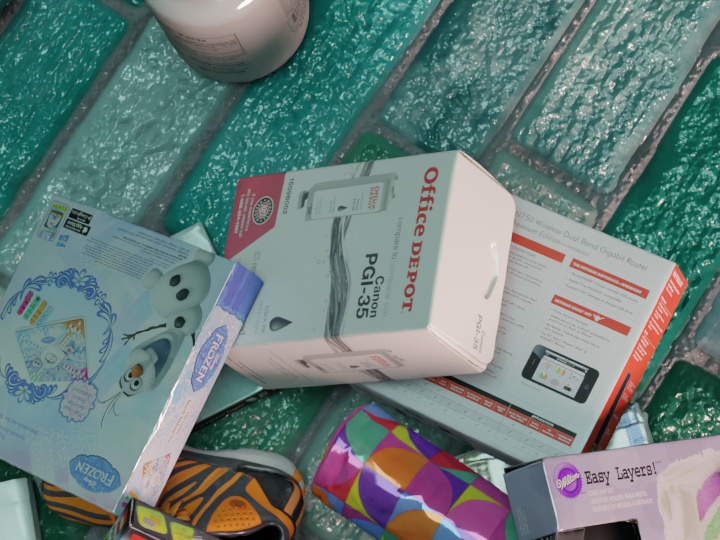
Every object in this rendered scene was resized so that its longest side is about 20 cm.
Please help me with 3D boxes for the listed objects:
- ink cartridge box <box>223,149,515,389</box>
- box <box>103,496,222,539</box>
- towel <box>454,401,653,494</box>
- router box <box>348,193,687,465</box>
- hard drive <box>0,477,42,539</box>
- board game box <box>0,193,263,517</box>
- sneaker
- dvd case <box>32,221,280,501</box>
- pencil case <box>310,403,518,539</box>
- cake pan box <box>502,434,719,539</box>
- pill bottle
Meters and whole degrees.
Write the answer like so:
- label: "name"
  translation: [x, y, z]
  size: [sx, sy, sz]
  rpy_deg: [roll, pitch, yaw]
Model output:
- label: "ink cartridge box"
  translation: [0.000, 0.000, 1.702]
  size: [0.199, 0.083, 0.147]
  rpy_deg: [-6, 62, 34]
- label: "box"
  translation: [-0.101, 0.250, 1.660]
  size: [0.200, 0.035, 0.110]
  rpy_deg: [28, 115, -15]
- label: "towel"
  translation: [0.132, 0.193, 1.718]
  size: [0.199, 0.024, 0.147]
  rpy_deg: [-16, 77, 6]
- label: "router box"
  translation: [0.112, 0.043, 1.722]
  size: [0.200, 0.049, 0.180]
  rpy_deg: [25, 81, 25]
- label: "hard drive"
  translation: [-0.296, 0.268, 1.759]
  size: [0.131, 0.026, 0.201]
  rpy_deg: [-13, 75, 5]
- label: "board game box"
  translation: [-0.194, 0.063, 1.724]
  size: [0.200, 0.043, 0.200]
  rpy_deg: [20, 80, 38]
- label: "sneaker"
  translation: [-0.144, 0.177, 1.707]
  size: [0.199, 0.112, 0.078]
  rpy_deg: [-1, 119, 9]
- label: "dvd case"
  translation: [-0.179, 0.070, 1.792]
  size: [0.199, 0.022, 0.146]
  rpy_deg: [-26, 74, 3]
- label: "pencil case"
  translation: [0.062, 0.178, 1.681]
  size: [0.200, 0.088, 0.089]
  rpy_deg: [33, 83, 11]
- label: "cake pan box"
  translation: [0.197, 0.213, 1.625]
  size: [0.199, 0.052, 0.185]
  rpy_deg: [-2, 73, -37]
- label: "pill bottle"
  translation: [-0.109, -0.225, 1.752]
  size: [0.114, 0.200, 0.115]
  rpy_deg: [-2, 76, 7]
